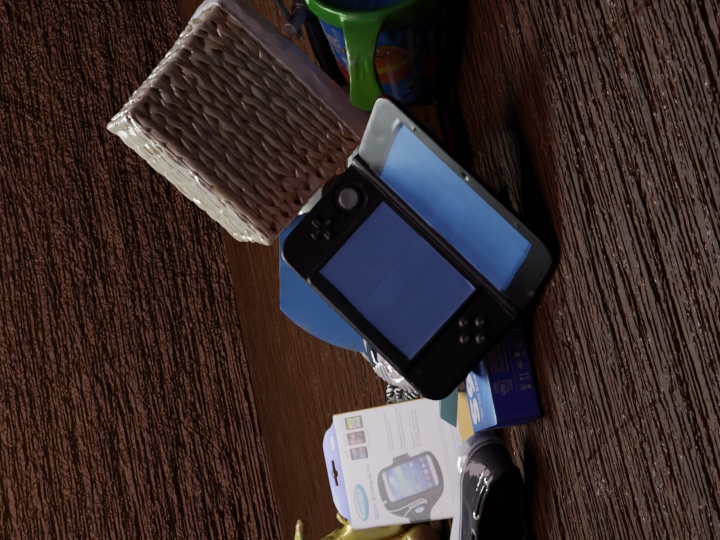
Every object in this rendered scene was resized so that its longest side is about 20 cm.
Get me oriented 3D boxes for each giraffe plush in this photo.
[{"bbox_3d":[0.021,0.341,2.002,0.162,0.198,0.174,-15,-87,-72],"label":"giraffe plush"}]

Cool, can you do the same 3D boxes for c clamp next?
[{"bbox_3d":[-0.015,-0.271,1.590,0.200,0.027,0.172,-56,-46,-37],"label":"c clamp"}]

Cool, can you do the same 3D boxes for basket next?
[{"bbox_3d":[-0.117,-0.142,1.624,0.200,0.161,0.198,40,173,-12],"label":"basket"}]

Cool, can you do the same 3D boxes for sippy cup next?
[{"bbox_3d":[0.024,-0.226,1.534,0.139,0.178,0.131,34,153,35],"label":"sippy cup"}]

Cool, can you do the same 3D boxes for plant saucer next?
[{"bbox_3d":[0.081,0.058,1.617,0.201,0.019,0.070,-88,-2,-53],"label":"plant saucer"}]

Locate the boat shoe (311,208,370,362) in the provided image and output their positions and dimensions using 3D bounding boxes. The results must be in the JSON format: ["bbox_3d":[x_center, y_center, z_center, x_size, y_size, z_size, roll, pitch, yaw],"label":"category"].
[{"bbox_3d":[0.016,0.017,1.736,0.201,0.072,0.072,63,-142,-22],"label":"boat shoe"}]

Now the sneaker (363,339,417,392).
[{"bbox_3d":[0.034,0.014,1.517,0.199,0.079,0.130,-120,19,-55],"label":"sneaker"}]

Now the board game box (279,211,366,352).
[{"bbox_3d":[0.000,0.000,1.660,0.201,0.157,0.039,92,-168,-46],"label":"board game box"}]

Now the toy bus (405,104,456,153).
[{"bbox_3d":[0.047,-0.086,1.628,0.200,0.078,0.066,113,147,-66],"label":"toy bus"}]

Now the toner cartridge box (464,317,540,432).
[{"bbox_3d":[0.111,0.040,1.500,0.095,0.043,0.202,133,127,-76],"label":"toner cartridge box"}]

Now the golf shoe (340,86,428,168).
[{"bbox_3d":[0.014,-0.152,1.723,0.097,0.078,0.201,51,144,37],"label":"golf shoe"}]

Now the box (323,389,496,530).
[{"bbox_3d":[0.049,0.189,1.662,0.199,0.041,0.120,-14,84,42],"label":"box"}]

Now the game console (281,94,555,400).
[{"bbox_3d":[0.042,-0.015,1.404,0.200,0.173,0.119,44,-175,11],"label":"game console"}]

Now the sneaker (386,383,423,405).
[{"bbox_3d":[0.073,0.155,1.725,0.077,0.084,0.202,27,110,44],"label":"sneaker"}]

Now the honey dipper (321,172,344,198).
[{"bbox_3d":[0.015,-0.082,1.533,0.200,0.038,0.038,166,95,-68],"label":"honey dipper"}]

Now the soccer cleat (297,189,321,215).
[{"bbox_3d":[-0.007,-0.021,1.871,0.201,0.070,0.086,54,-165,-20],"label":"soccer cleat"}]

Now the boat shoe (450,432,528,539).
[{"bbox_3d":[0.127,0.243,1.546,0.066,0.069,0.201,46,145,51],"label":"boat shoe"}]
